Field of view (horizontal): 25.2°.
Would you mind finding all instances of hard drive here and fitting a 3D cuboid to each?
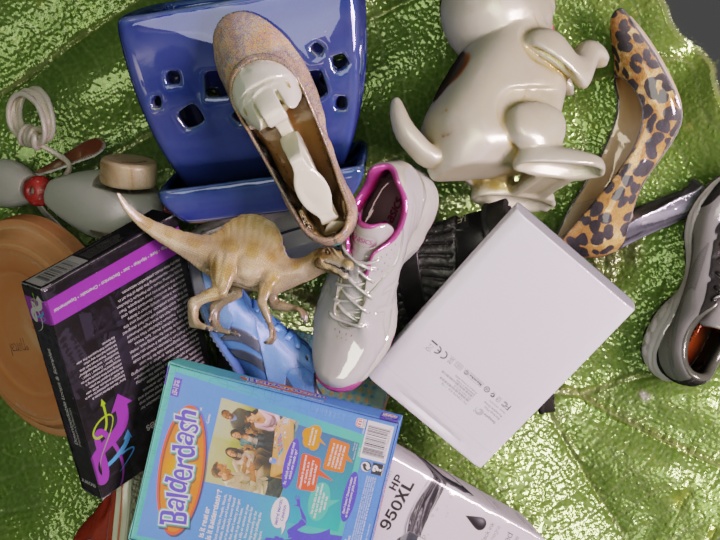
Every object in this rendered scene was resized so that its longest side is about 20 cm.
[{"bbox_3d":[0.117,0.058,1.372,0.132,0.027,0.200,39,112,-6],"label":"hard drive"}]

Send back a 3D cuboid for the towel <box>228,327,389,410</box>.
[{"bbox_3d":[-0.061,0.153,1.444,0.145,0.022,0.202,15,95,-7],"label":"towel"}]

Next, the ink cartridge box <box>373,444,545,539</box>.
[{"bbox_3d":[0.037,0.242,1.417,0.199,0.084,0.145,30,91,-15],"label":"ink cartridge box"}]

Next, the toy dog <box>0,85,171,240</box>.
[{"bbox_3d":[-0.234,-0.068,1.425,0.200,0.096,0.133,38,114,28],"label":"toy dog"}]

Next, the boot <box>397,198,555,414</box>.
[{"bbox_3d":[0.082,0.043,1.429,0.156,0.080,0.213,-15,108,14],"label":"boot"}]

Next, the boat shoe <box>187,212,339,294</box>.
[{"bbox_3d":[-0.117,-0.020,1.420,0.198,0.072,0.066,-17,60,7],"label":"boat shoe"}]

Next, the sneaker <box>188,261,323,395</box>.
[{"bbox_3d":[-0.077,0.063,1.379,0.078,0.066,0.201,-25,106,9],"label":"sneaker"}]

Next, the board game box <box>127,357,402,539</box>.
[{"bbox_3d":[-0.078,0.171,1.333,0.198,0.045,0.154,15,93,4],"label":"board game box"}]

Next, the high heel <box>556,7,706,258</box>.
[{"bbox_3d":[0.212,-0.115,1.416,0.141,0.071,0.202,-21,101,-2],"label":"high heel"}]

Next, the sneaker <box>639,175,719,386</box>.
[{"bbox_3d":[0.315,0.009,1.410,0.073,0.079,0.202,16,96,-20],"label":"sneaker"}]

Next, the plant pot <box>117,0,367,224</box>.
[{"bbox_3d":[-0.085,-0.146,1.374,0.198,0.200,0.182,-7,101,2],"label":"plant pot"}]

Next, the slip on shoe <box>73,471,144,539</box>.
[{"bbox_3d":[-0.228,0.241,1.447,0.061,0.074,0.202,20,115,8],"label":"slip on shoe"}]

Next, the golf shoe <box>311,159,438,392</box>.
[{"bbox_3d":[0.000,0.000,1.333,0.075,0.091,0.202,16,83,18],"label":"golf shoe"}]

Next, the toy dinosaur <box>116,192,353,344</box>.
[{"bbox_3d":[-0.107,0.001,1.313,0.198,0.058,0.102,13,87,1],"label":"toy dinosaur"}]

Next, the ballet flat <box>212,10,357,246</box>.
[{"bbox_3d":[-0.055,-0.108,1.252,0.068,0.067,0.201,-27,104,8],"label":"ballet flat"}]

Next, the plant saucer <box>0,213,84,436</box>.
[{"bbox_3d":[-0.284,0.052,1.416,0.199,0.032,0.202,16,116,36],"label":"plant saucer"}]

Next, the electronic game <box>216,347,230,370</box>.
[{"bbox_3d":[-0.189,0.078,1.465,0.198,0.042,0.202,0,85,1],"label":"electronic game"}]

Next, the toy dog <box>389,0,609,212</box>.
[{"bbox_3d":[0.115,-0.168,1.389,0.192,0.140,0.202,5,73,-9],"label":"toy dog"}]

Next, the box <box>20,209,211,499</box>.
[{"bbox_3d":[-0.194,0.070,1.345,0.036,0.143,0.202,14,125,42],"label":"box"}]
